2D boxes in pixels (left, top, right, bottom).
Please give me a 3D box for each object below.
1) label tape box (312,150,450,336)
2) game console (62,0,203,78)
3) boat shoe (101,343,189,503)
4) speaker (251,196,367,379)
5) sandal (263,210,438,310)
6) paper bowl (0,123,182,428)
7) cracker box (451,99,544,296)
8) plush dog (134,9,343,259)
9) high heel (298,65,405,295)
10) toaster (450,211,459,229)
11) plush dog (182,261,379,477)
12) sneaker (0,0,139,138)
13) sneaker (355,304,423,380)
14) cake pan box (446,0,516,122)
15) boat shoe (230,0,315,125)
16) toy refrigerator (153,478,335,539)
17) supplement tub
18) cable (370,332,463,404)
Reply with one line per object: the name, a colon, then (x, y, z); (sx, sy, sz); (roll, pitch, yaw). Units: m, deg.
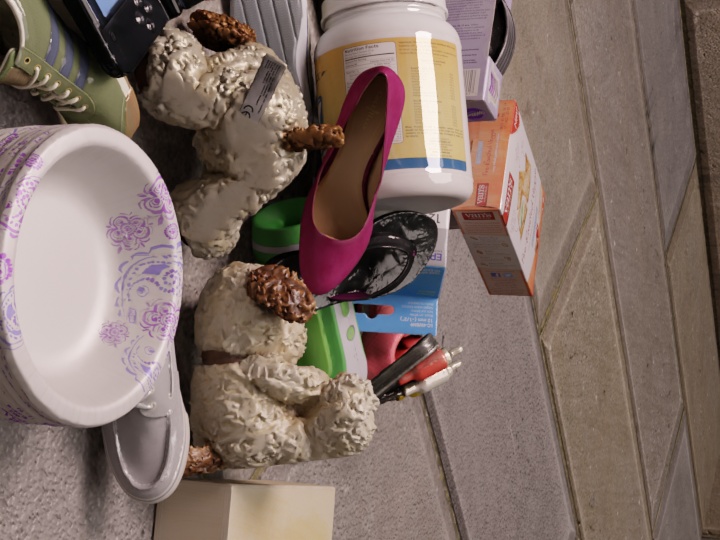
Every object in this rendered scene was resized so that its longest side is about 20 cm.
label tape box: (0.019, -0.039, 1.326); (0.066, 0.141, 0.203); (115, -21, -81)
game console: (-0.151, -0.269, 0.903); (0.201, 0.115, 0.177); (63, 24, -27)
boat shoe: (-0.170, 0.079, 0.996); (0.069, 0.071, 0.203); (41, 51, -84)
speaker: (-0.048, 0.035, 1.256); (0.089, 0.088, 0.202); (-51, 135, -53)
sandal: (0.000, 0.001, 1.195); (0.199, 0.048, 0.076); (-21, 115, -31)
paper bowl: (-0.215, 0.003, 0.879); (0.200, 0.103, 0.203); (1, 90, -65)
cracker box: (0.155, -0.076, 1.416); (0.200, 0.057, 0.135); (57, 39, -57)
plush dog: (-0.094, -0.133, 1.102); (0.172, 0.159, 0.202); (-91, 169, -64)
high heel: (-0.013, -0.078, 1.111); (0.096, 0.067, 0.202); (41, 64, -85)
toaster: (0.067, -0.114, 1.456); (0.200, 0.128, 0.115); (37, 56, -59)
plush dog: (-0.097, 0.079, 1.099); (0.159, 0.199, 0.174); (-3, 84, -34)
sneaker: (-0.230, -0.149, 0.892); (0.201, 0.066, 0.090); (64, 36, -34)
sneaker: (0.037, 0.054, 1.444); (0.074, 0.086, 0.202); (60, 39, -49)
cake pan box: (0.063, -0.244, 1.362); (0.052, 0.198, 0.186); (42, 51, -58)
boat shoe: (-0.080, -0.217, 1.227); (0.062, 0.071, 0.202); (-81, 167, -60)
toy refrigerator: (-0.100, 0.226, 1.167); (0.200, 0.075, 0.071); (22, 71, -64)
supplement tub: (0.030, -0.159, 1.236); (0.144, 0.143, 0.203); (11, 73, -64)
cable: (0.024, 0.131, 1.325); (0.199, 0.050, 0.097); (-36, 166, -22)
